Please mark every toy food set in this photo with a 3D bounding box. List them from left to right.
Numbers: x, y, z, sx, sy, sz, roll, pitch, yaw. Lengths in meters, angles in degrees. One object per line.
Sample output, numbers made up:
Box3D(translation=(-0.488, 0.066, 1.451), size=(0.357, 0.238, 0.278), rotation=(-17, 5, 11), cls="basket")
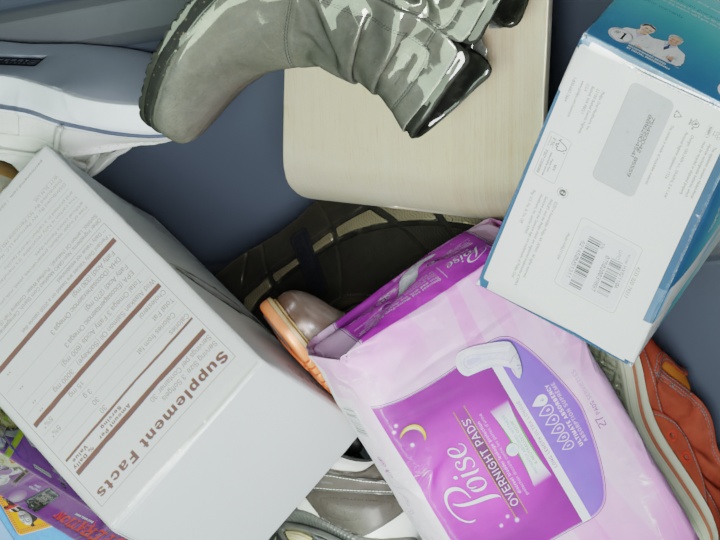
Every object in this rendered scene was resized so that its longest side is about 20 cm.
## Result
Box3D(translation=(0.039, -0.123, 1.434), size=(0.143, 0.060, 0.200), rotation=(8, 106, 24), cls="toy food set")

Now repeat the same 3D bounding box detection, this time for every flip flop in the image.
Box3D(translation=(0.000, 0.000, 1.524), size=(0.200, 0.058, 0.081), rotation=(-31, 64, 29), cls="flip flop")

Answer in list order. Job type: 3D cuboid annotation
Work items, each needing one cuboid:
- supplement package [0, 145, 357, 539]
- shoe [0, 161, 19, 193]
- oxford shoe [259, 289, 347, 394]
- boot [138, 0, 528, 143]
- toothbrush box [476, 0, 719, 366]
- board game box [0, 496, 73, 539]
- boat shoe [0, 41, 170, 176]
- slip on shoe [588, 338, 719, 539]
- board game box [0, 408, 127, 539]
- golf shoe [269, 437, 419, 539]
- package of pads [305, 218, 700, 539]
Box3D(translation=(-0.118, 0.049, 1.483), size=(0.117, 0.117, 0.200), rotation=(-48, 56, 3), cls="supplement package")
Box3D(translation=(-0.174, 0.007, 1.623), size=(0.200, 0.053, 0.070), rotation=(39, 127, 3), cls="shoe")
Box3D(translation=(0.029, 0.046, 1.488), size=(0.200, 0.071, 0.073), rotation=(30, 103, -41), cls="oxford shoe")
Box3D(translation=(-0.014, -0.108, 1.388), size=(0.131, 0.068, 0.200), rotation=(45, 115, 12), cls="boot")
Box3D(translation=(0.148, -0.072, 1.321), size=(0.085, 0.200, 0.146), rotation=(28, 125, 10), cls="toothbrush box")
Box3D(translation=(-0.245, 0.134, 1.741), size=(0.151, 0.037, 0.200), rotation=(-23, 104, 35), cls="board game box")
Box3D(translation=(-0.169, -0.073, 1.563), size=(0.202, 0.075, 0.086), rotation=(6, 119, 27), cls="boat shoe")
Box3D(translation=(0.139, 0.061, 1.487), size=(0.074, 0.061, 0.200), rotation=(-13, 113, 46), cls="slip on shoe")
Box3D(translation=(-0.198, 0.076, 1.574), size=(0.032, 0.200, 0.120), rotation=(-35, 54, 9), cls="board game box")
Box3D(translation=(-0.049, 0.105, 1.540), size=(0.200, 0.078, 0.095), rotation=(20, 90, 24), cls="golf shoe")
Box3D(translation=(0.071, 0.087, 1.419), size=(0.120, 0.076, 0.200), rotation=(-33, 107, -7), cls="package of pads")
